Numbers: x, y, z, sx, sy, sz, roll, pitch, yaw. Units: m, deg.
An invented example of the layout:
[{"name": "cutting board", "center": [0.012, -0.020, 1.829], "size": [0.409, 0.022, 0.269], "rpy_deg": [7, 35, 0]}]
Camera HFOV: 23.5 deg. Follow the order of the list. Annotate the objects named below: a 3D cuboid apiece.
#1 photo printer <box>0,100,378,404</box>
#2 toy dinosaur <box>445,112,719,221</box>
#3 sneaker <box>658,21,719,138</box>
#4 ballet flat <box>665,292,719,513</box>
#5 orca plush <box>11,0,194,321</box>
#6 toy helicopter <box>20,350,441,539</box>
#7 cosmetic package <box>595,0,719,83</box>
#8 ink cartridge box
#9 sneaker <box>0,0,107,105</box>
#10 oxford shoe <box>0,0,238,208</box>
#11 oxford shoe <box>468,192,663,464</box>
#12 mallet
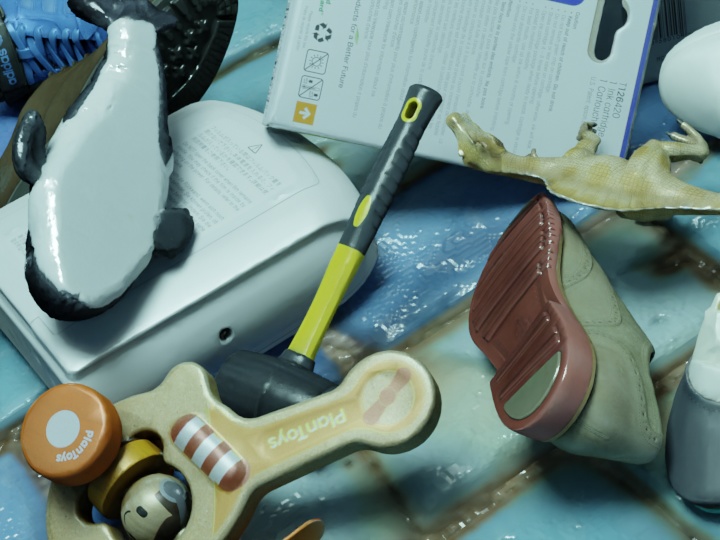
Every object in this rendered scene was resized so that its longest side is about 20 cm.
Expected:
[{"name": "photo printer", "center": [-0.101, -0.011, 0.949], "size": [0.200, 0.070, 0.166], "rpy_deg": [-32, 44, -18]}, {"name": "toy dinosaur", "center": [0.142, -0.042, 0.886], "size": [0.199, 0.058, 0.101], "rpy_deg": [12, 18, 24]}, {"name": "sneaker", "center": [0.240, -0.078, 0.904], "size": [0.199, 0.076, 0.088], "rpy_deg": [16, 37, 29]}, {"name": "ballet flat", "center": [0.193, 0.022, 0.821], "size": [0.073, 0.073, 0.200], "rpy_deg": [16, 50, 31]}, {"name": "orca plush", "center": [-0.149, -0.054, 0.902], "size": [0.071, 0.105, 0.201], "rpy_deg": [-32, 55, 41]}, {"name": "toy helicopter", "center": [-0.053, 0.098, 0.805], "size": [0.199, 0.079, 0.133], "rpy_deg": [-23, 63, 9]}, {"name": "cosmetic package", "center": [0.157, -0.206, 1.074], "size": [0.107, 0.085, 0.200], "rpy_deg": [-13, 40, 3]}, {"name": "ink cartridge box", "center": [0.063, -0.156, 0.952], "size": [0.199, 0.199, 0.047], "rpy_deg": [11, 5, -12]}, {"name": "sneaker", "center": [-0.195, -0.140, 1.114], "size": [0.111, 0.077, 0.200], "rpy_deg": [-28, 38, -22]}, {"name": "oxford shoe", "center": [-0.153, -0.106, 1.020], "size": [0.200, 0.073, 0.084], "rpy_deg": [-48, 48, 2]}, {"name": "oxford shoe", "center": [0.103, 0.031, 0.859], "size": [0.075, 0.071, 0.200], "rpy_deg": [29, 28, -16]}, {"name": "mallet", "center": [0.000, 0.000, 0.875], "size": [0.066, 0.041, 0.200], "rpy_deg": [28, 83, 30]}]
